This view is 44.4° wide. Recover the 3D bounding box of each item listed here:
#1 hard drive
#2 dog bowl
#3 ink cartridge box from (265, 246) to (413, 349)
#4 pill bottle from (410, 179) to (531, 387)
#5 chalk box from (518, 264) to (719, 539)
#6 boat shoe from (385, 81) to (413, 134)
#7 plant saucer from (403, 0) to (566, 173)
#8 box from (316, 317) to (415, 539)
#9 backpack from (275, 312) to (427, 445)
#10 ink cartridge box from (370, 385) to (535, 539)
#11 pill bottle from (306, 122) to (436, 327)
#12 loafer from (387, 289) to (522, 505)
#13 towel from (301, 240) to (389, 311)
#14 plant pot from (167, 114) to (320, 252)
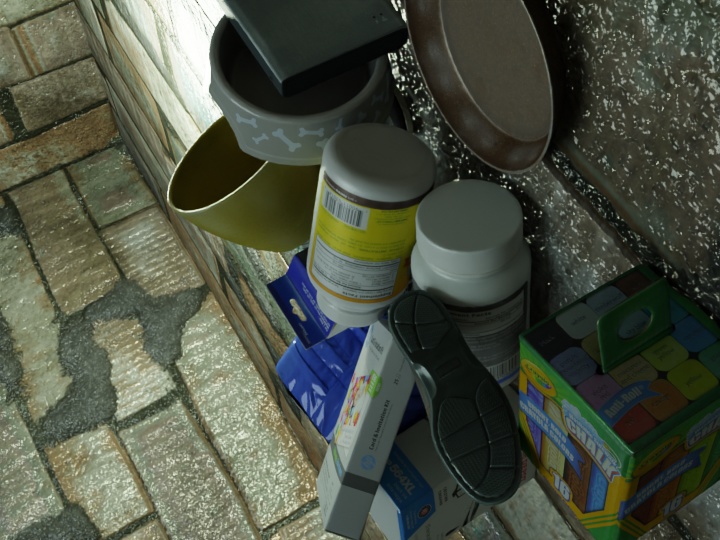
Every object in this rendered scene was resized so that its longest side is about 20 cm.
[{"bbox_3d":[-0.065,-0.274,0.871,0.200,0.139,0.033,56,164,22],"label":"hard drive"},{"bbox_3d":[-0.062,-0.204,0.888,0.200,0.200,0.059,56,164,21],"label":"dog bowl"},{"bbox_3d":[0.000,0.000,1.001,0.100,0.200,0.039,54,164,23],"label":"ink cartridge box"},{"bbox_3d":[0.107,0.018,0.850,0.114,0.114,0.200,49,159,40],"label":"pill bottle"},{"bbox_3d":[0.201,0.091,0.656,0.124,0.125,0.200,50,161,38],"label":"chalk box"},{"bbox_3d":[-0.014,-0.201,0.970,0.200,0.063,0.073,53,162,30],"label":"boat shoe"},{"bbox_3d":[0.101,-0.175,0.704,0.200,0.034,0.200,56,163,26],"label":"plant saucer"},{"bbox_3d":[0.007,0.155,0.911,0.041,0.200,0.156,20,-178,-7],"label":"box"},{"bbox_3d":[0.011,0.129,1.097,0.200,0.168,0.162,40,-166,34],"label":"backpack"},{"bbox_3d":[0.109,0.233,1.040,0.084,0.200,0.146,47,158,37],"label":"ink cartridge box"},{"bbox_3d":[0.005,-0.038,0.879,0.109,0.109,0.200,52,146,34],"label":"pill bottle"},{"bbox_3d":[0.085,0.110,0.768,0.063,0.072,0.200,66,-179,-64],"label":"loafer"},{"bbox_3d":[0.015,0.002,1.150,0.200,0.035,0.193,-12,111,51],"label":"towel"},{"bbox_3d":[-0.121,-0.105,1.114,0.142,0.200,0.200,47,176,-36],"label":"plant pot"}]
